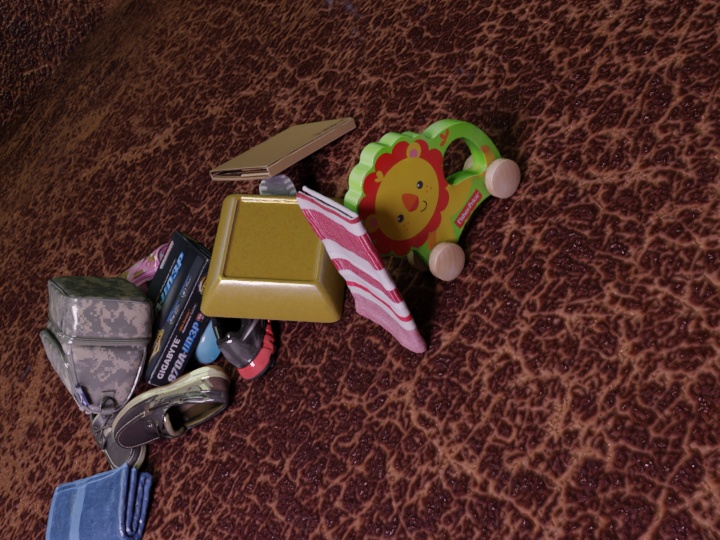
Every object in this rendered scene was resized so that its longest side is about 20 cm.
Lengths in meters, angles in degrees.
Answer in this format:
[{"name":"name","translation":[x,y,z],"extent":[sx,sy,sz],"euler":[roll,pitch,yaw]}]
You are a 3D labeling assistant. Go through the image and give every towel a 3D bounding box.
[{"name":"towel","translation":[-0.383,0.350,1.213],"extent":[0.197,0.048,0.114],"euler":[-21,55,33]},{"name":"towel","translation":[0.000,0.000,0.998],"extent":[0.023,0.202,0.143],"euler":[-38,33,-14]}]

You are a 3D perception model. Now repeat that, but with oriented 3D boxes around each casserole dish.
[{"name":"casserole dish","translation":[-0.257,0.073,1.313],"extent":[0.198,0.038,0.124],"euler":[9,77,54]}]

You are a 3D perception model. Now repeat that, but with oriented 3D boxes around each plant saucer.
[{"name":"plant saucer","translation":[-0.115,-0.032,1.172],"extent":[0.195,0.049,0.203],"euler":[2,57,5]}]

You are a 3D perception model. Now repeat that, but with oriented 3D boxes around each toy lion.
[{"name":"toy lion","translation":[0.077,-0.097,1.002],"extent":[0.202,0.191,0.068],"euler":[-54,37,-7]}]

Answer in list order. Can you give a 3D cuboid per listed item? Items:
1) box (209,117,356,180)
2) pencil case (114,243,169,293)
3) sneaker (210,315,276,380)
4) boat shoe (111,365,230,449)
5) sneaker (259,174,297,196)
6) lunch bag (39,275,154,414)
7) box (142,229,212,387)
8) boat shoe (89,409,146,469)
[{"name":"box","translation":[-0.126,-0.196,1.369],"extent":[0.162,0.022,0.199],"euler":[3,31,47]},{"name":"pencil case","translation":[-0.385,0.022,1.483],"extent":[0.198,0.083,0.088],"euler":[-25,42,29]},{"name":"sneaker","translation":[-0.166,0.054,1.210],"extent":[0.070,0.098,0.203],"euler":[-29,40,27]},{"name":"boat shoe","translation":[-0.272,0.205,1.201],"extent":[0.198,0.073,0.065],"euler":[-32,40,13]},{"name":"sneaker","translation":[-0.097,-0.047,1.258],"extent":[0.073,0.083,0.203],"euler":[-14,57,-5]},{"name":"lunch bag","translation":[-0.395,0.107,1.257],"extent":[0.199,0.137,0.172],"euler":[18,105,58]},{"name":"box","translation":[-0.282,0.057,1.281],"extent":[0.158,0.045,0.203],"euler":[32,97,56]},{"name":"boat shoe","translation":[-0.385,0.242,1.302],"extent":[0.072,0.066,0.201],"euler":[-44,37,2]}]
